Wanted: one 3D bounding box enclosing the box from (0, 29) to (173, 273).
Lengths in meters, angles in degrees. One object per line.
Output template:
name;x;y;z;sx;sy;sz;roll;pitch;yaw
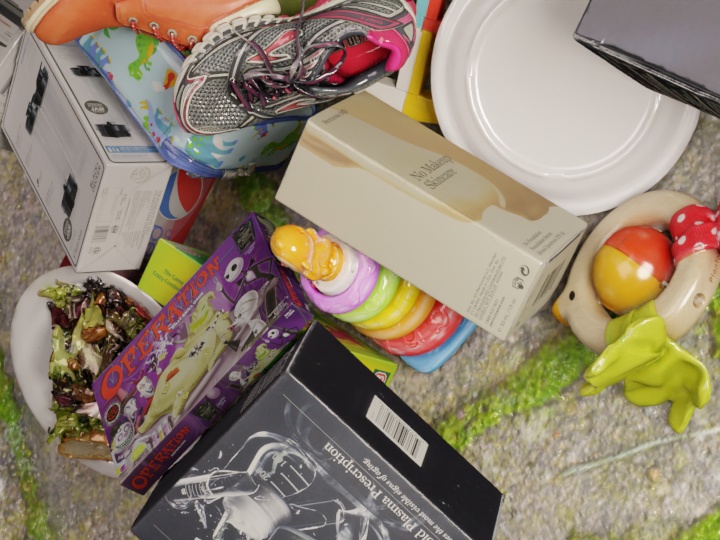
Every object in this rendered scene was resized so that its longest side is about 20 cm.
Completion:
box;-0.232;-0.106;1.610;0.200;0.060;0.117;55;137;39

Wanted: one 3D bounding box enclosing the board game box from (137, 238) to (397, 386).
board game box;-0.076;0.044;1.543;0.199;0.101;0.048;31;97;38

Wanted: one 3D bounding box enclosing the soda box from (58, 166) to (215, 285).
soda box;-0.189;-0.049;1.670;0.063;0.070;0.201;33;100;38

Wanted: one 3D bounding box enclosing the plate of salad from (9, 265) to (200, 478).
plate of salad;-0.220;0.092;1.626;0.199;0.048;0.202;13;119;26

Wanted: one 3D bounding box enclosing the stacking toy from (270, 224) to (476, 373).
stacking toy;0.000;0.000;1.432;0.110;0.199;0.116;-50;56;19

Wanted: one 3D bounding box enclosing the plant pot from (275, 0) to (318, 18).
plant pot;-0.025;-0.268;1.539;0.199;0.199;0.192;16;102;38

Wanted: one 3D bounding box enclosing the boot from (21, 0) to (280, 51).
boot;-0.159;-0.201;1.476;0.199;0.075;0.108;-22;94;9

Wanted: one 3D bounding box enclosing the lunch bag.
lunch bag;-0.136;-0.166;1.586;0.200;0.160;0.083;49;117;15

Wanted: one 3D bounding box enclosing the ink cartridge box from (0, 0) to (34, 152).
ink cartridge box;-0.270;-0.205;1.720;0.200;0.144;0.084;-52;54;15

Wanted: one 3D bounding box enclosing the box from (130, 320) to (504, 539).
box;-0.029;0.178;1.416;0.200;0.104;0.182;42;111;-6

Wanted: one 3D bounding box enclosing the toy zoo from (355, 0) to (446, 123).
toy zoo;0.050;-0.192;1.457;0.130;0.020;0.201;18;115;12

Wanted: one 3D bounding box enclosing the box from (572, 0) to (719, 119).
box;0.268;-0.147;1.233;0.197;0.200;0.124;27;96;21

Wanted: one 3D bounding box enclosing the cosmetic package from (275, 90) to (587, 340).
cosmetic package;0.051;-0.043;1.385;0.199;0.105;0.071;31;118;12

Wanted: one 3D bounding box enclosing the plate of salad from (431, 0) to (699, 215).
plate of salad;0.151;-0.141;1.411;0.198;0.048;0.202;3;101;13

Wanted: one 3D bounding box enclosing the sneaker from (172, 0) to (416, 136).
sneaker;-0.053;-0.153;1.430;0.199;0.081;0.075;-24;34;18

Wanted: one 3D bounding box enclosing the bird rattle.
bird rattle;0.207;0.000;1.345;0.163;0.112;0.201;30;96;54

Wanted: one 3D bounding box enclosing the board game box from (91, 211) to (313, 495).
board game box;-0.124;0.062;1.471;0.200;0.032;0.120;-47;34;16
